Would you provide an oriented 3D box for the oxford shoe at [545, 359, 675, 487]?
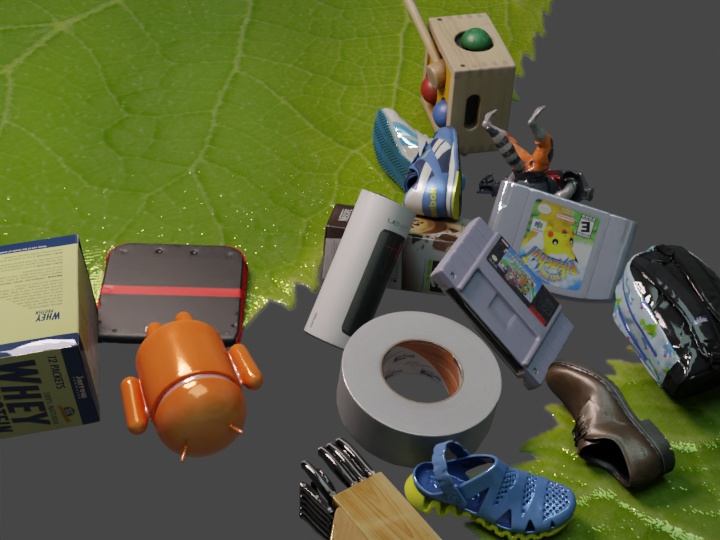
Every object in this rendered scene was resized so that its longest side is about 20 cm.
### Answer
[{"bbox_3d":[0.284,0.183,1.562,0.084,0.073,0.200,-24,48,-25],"label":"oxford shoe"}]

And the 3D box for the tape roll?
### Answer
[{"bbox_3d":[0.071,0.144,1.583,0.197,0.067,0.202,6,44,-6],"label":"tape roll"}]

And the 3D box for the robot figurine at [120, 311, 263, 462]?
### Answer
[{"bbox_3d":[-0.205,0.142,1.546,0.142,0.117,0.201,12,32,-34],"label":"robot figurine"}]

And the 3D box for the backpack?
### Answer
[{"bbox_3d":[0.413,0.061,1.669,0.161,0.154,0.202,-19,67,-20],"label":"backpack"}]

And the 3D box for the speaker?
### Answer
[{"bbox_3d":[0.000,0.000,1.655,0.080,0.202,0.081,23,0,0],"label":"speaker"}]

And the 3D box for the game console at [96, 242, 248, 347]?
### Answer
[{"bbox_3d":[-0.253,0.034,1.734,0.197,0.031,0.178,1,47,-1],"label":"game console"}]

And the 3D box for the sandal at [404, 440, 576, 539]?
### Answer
[{"bbox_3d":[0.150,0.248,1.470,0.197,0.088,0.080,9,40,4],"label":"sandal"}]

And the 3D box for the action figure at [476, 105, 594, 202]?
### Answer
[{"bbox_3d":[0.221,-0.132,1.846,0.198,0.196,0.104,-4,22,43],"label":"action figure"}]

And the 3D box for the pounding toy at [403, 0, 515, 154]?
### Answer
[{"bbox_3d":[0.145,-0.317,2.018,0.140,0.202,0.185,-7,42,-11],"label":"pounding toy"}]

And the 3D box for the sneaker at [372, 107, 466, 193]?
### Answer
[{"bbox_3d":[0.084,-0.175,1.958,0.080,0.077,0.201,-13,51,-28],"label":"sneaker"}]

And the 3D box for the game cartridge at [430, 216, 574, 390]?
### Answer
[{"bbox_3d":[0.188,0.039,1.661,0.200,0.038,0.130,48,51,-9],"label":"game cartridge"}]

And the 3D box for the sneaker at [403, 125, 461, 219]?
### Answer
[{"bbox_3d":[0.103,-0.143,1.822,0.081,0.075,0.201,-4,32,8],"label":"sneaker"}]

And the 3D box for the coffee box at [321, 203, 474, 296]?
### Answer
[{"bbox_3d":[0.052,-0.029,1.755,0.197,0.081,0.113,7,20,4],"label":"coffee box"}]

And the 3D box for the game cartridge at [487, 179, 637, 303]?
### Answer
[{"bbox_3d":[0.269,-0.032,1.770,0.198,0.040,0.135,18,86,5],"label":"game cartridge"}]

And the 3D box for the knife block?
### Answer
[{"bbox_3d":[0.022,0.274,1.447,0.197,0.065,0.177,8,42,5],"label":"knife block"}]

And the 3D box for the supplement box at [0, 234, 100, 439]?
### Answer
[{"bbox_3d":[-0.426,0.084,1.570,0.197,0.135,0.201,-10,43,-5],"label":"supplement box"}]
